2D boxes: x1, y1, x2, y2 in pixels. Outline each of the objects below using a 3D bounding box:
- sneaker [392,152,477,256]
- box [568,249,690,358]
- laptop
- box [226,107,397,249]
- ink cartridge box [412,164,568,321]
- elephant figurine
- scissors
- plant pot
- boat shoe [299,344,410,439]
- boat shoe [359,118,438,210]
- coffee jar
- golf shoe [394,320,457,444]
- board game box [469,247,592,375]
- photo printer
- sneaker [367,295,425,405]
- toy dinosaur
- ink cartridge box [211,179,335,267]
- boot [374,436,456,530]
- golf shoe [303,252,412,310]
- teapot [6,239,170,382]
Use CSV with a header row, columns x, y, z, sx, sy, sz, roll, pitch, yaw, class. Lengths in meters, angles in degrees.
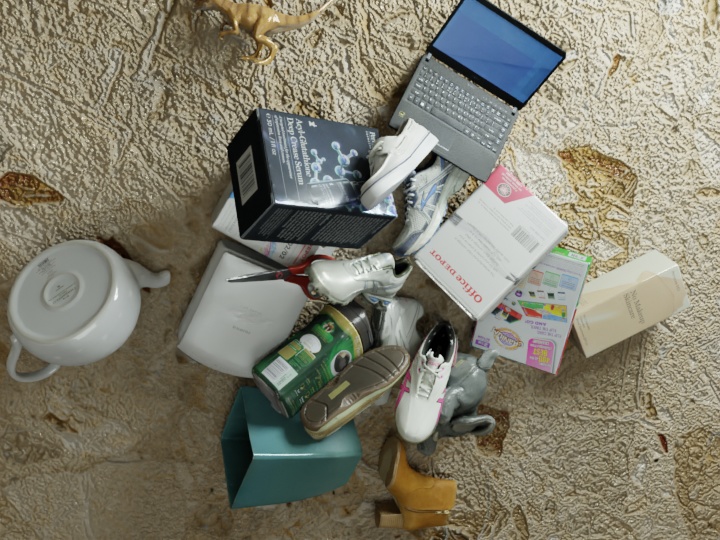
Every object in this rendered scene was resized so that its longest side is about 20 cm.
x,y,z,sx,sy,sz,roll,pitch,yaw,class
0.094,-0.118,1.262,0.085,0.077,0.200,29,94,-15,sneaker
0.445,0.055,1.386,0.200,0.078,0.095,-28,113,1,box
0.169,-0.262,1.182,0.177,0.103,0.200,29,80,-12,laptop
-0.069,-0.123,1.137,0.199,0.149,0.107,3,154,-34,box
0.203,-0.039,1.268,0.200,0.085,0.146,-46,76,8,ink cartridge box
0.163,0.231,1.389,0.142,0.155,0.200,-58,140,-28,elephant figurine
-0.110,-0.001,1.197,0.200,0.014,0.073,14,104,-46,scissors
-0.109,0.291,1.331,0.199,0.142,0.142,7,130,-24,plant pot
-0.005,0.193,1.283,0.200,0.072,0.076,-31,142,-13,boat shoe
0.042,-0.153,1.114,0.066,0.200,0.072,44,137,-3,boat shoe
-0.070,0.132,1.278,0.200,0.085,0.104,-40,149,-20,coffee jar
0.100,0.169,1.259,0.072,0.200,0.092,13,147,11,golf shoe
0.277,0.054,1.336,0.153,0.040,0.201,19,110,17,board game box
-0.186,0.070,1.279,0.166,0.069,0.200,24,105,-19,photo printer
0.064,0.136,1.351,0.099,0.078,0.201,5,111,-16,sneaker
-0.132,-0.342,1.132,0.199,0.060,0.107,4,109,-12,toy dinosaur
-0.112,-0.076,1.236,0.200,0.068,0.115,28,104,-20,ink cartridge box
0.106,0.381,1.465,0.143,0.071,0.202,0,115,-17,boot
0.000,0.000,1.218,0.097,0.078,0.200,-45,153,24,golf shoe
-0.407,0.064,1.195,0.199,0.198,0.146,0,151,11,teapot
